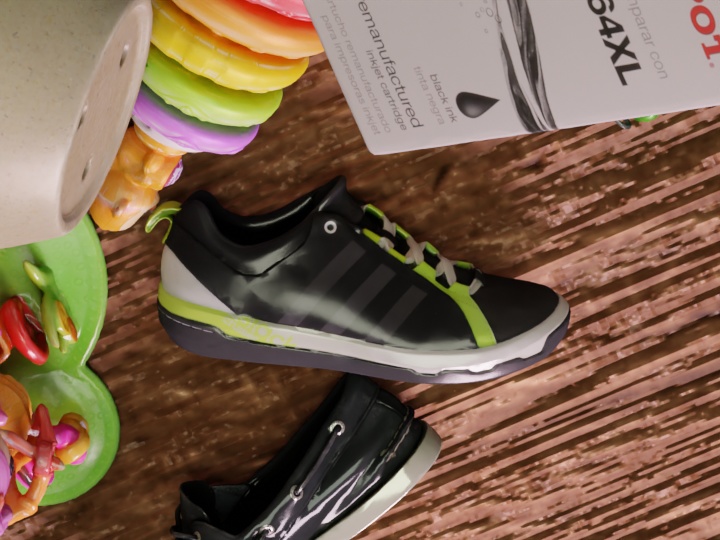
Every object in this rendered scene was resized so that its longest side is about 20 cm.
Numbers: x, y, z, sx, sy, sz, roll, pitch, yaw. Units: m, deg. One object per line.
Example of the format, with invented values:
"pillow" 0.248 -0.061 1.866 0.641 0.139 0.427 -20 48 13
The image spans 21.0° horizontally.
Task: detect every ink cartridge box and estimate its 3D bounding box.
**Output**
"ink cartridge box" 0.068 -0.131 0.697 0.200 0.084 0.146 -6 115 47

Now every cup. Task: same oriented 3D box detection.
"cup" -0.166 -0.086 0.767 0.143 0.200 0.201 19 108 3

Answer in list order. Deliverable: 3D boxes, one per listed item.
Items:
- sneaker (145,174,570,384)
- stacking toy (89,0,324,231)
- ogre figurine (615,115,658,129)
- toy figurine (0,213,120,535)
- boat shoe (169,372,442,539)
"sneaker" 0.000 0.000 0.891 0.199 0.072 0.083 3 108 -3
"stacking toy" -0.069 -0.093 0.850 0.109 0.116 0.200 26 118 -11
"ogre figurine" 0.107 -0.135 0.806 0.120 0.200 0.098 41 92 5
"toy figurine" -0.181 0.057 0.846 0.150 0.184 0.201 -23 109 7
"boat shoe" -0.057 0.121 0.931 0.199 0.075 0.066 -38 104 10
